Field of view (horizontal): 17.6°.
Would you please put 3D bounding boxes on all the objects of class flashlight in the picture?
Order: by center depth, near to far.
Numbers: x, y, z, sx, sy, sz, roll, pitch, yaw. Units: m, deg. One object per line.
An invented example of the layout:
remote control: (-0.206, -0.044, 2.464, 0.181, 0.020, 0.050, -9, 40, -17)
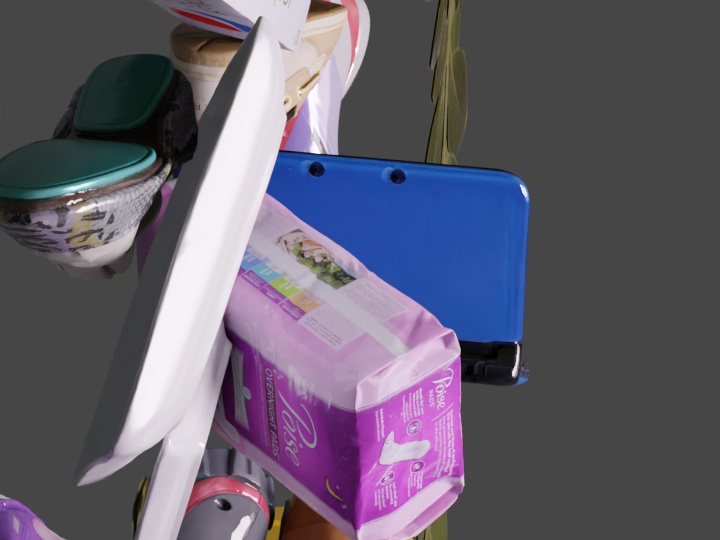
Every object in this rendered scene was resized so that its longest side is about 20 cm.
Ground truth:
flashlight: (-0.077, 0.180, 1.250, 0.200, 0.068, 0.068, -97, -165, -53)

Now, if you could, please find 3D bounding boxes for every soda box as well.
soda box: (-0.073, -0.160, 1.129, 0.200, 0.063, 0.068, 20, 85, -78)

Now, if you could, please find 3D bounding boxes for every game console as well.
game console: (0.000, 0.000, 1.338, 0.171, 0.199, 0.119, 20, 77, -82)

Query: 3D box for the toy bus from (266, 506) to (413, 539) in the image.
toy bus: (-0.039, 0.271, 1.445, 0.192, 0.135, 0.201, -70, 166, -75)

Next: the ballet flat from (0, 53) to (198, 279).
ballet flat: (-0.109, -0.035, 0.998, 0.200, 0.072, 0.072, -66, 160, -67)

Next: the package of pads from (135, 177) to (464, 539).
package of pads: (-0.036, 0.043, 1.190, 0.075, 0.200, 0.121, -29, 135, -28)

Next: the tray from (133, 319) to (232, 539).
tray: (-0.096, 0.106, 1.185, 0.200, 0.022, 0.108, 110, -5, -49)

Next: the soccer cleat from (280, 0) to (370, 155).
soccer cleat: (-0.044, -0.094, 1.494, 0.073, 0.068, 0.201, 24, 74, -56)

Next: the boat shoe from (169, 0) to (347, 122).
boat shoe: (-0.060, -0.114, 1.315, 0.200, 0.073, 0.070, -39, 137, -66)

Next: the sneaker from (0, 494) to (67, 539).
sneaker: (-0.120, 0.145, 0.999, 0.200, 0.088, 0.081, 58, 40, -75)

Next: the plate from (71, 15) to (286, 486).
plate: (-0.079, 0.002, 1.061, 0.200, 0.032, 0.201, 144, -34, -75)

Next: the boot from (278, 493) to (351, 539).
boot: (-0.019, 0.190, 1.264, 0.200, 0.073, 0.155, -23, -131, 60)
